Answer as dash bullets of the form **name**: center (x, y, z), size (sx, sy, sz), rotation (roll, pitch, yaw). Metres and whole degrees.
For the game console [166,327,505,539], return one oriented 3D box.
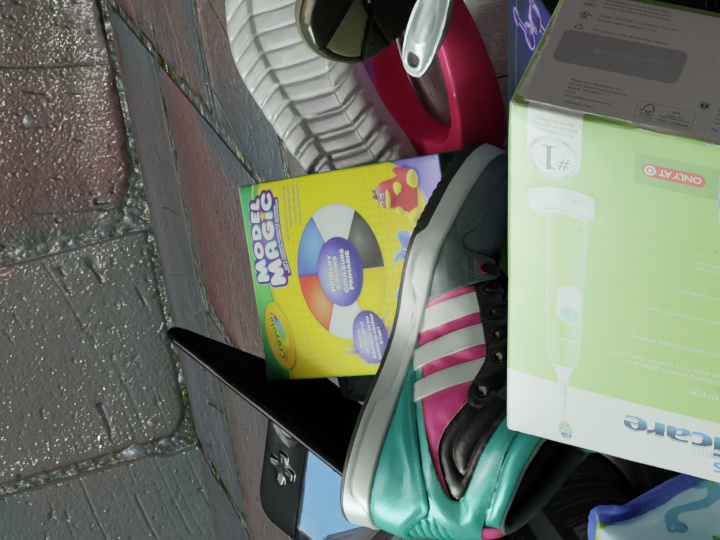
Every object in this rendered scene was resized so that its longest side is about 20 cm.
- **game console**: center (-0.022, 0.136, 1.419), size (0.200, 0.116, 0.177), rotation (36, 130, 37)

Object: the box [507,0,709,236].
- **box**: center (0.130, -0.047, 1.187), size (0.201, 0.078, 0.142), rotation (87, 165, -44)

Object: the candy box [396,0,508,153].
- **candy box**: center (0.059, -0.180, 1.433), size (0.201, 0.071, 0.168), rotation (91, 160, -51)

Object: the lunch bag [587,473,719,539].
- **lunch bag**: center (0.190, 0.195, 1.190), size (0.200, 0.127, 0.171), rotation (63, -176, -70)

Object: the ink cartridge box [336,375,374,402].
- **ink cartridge box**: center (0.052, 0.037, 1.500), size (0.200, 0.135, 0.077), rotation (-110, 26, -83)

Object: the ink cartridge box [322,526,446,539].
- **ink cartridge box**: center (0.052, 0.213, 1.314), size (0.174, 0.044, 0.200), rotation (46, 162, -4)

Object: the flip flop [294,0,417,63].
- **flip flop**: center (0.031, -0.195, 1.271), size (0.081, 0.200, 0.058), rotation (40, 175, -31)

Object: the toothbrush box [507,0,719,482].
- **toothbrush box**: center (0.143, -0.008, 1.040), size (0.201, 0.145, 0.086), rotation (87, -157, -43)

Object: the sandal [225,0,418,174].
- **sandal**: center (-0.020, -0.110, 1.417), size (0.050, 0.082, 0.204), rotation (-5, -112, -59)

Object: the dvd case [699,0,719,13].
- **dvd case**: center (0.154, -0.105, 1.220), size (0.149, 0.016, 0.201), rotation (-134, 32, -65)

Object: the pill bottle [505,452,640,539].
- **pill bottle**: center (0.140, 0.194, 1.404), size (0.200, 0.115, 0.117), rotation (-125, 23, -60)

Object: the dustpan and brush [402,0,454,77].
- **dustpan and brush**: center (0.060, -0.184, 1.207), size (0.139, 0.057, 0.201), rotation (33, 135, 17)

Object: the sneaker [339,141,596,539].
- **sneaker**: center (0.074, 0.045, 1.192), size (0.084, 0.120, 0.201), rotation (20, -93, -69)

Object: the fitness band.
- **fitness band**: center (0.032, -0.129, 1.378), size (0.200, 0.037, 0.145), rotation (-149, 42, -71)

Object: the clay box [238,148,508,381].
- **clay box**: center (0.000, 0.000, 1.341), size (0.199, 0.047, 0.116), rotation (-8, 92, 49)
